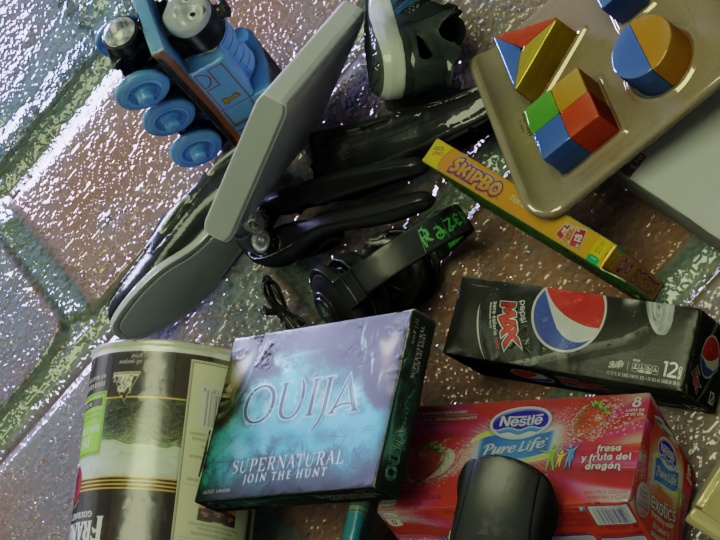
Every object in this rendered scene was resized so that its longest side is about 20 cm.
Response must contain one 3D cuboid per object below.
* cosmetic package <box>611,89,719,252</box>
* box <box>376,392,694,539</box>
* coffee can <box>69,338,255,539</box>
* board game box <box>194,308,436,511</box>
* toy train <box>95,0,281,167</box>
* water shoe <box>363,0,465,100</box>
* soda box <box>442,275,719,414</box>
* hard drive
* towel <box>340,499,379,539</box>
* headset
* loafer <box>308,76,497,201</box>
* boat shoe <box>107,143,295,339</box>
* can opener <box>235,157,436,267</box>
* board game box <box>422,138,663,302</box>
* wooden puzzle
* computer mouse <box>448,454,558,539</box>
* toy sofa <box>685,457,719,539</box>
[{"bbox_3d":[0.262,-0.081,1.525,0.200,0.081,0.113,36,90,36],"label":"cosmetic package"},{"bbox_3d":[0.126,0.157,1.499,0.199,0.100,0.096,-6,48,29],"label":"box"},{"bbox_3d":[-0.151,0.169,1.645,0.146,0.146,0.201,-4,71,29],"label":"coffee can"},{"bbox_3d":[-0.035,0.104,1.526,0.200,0.028,0.136,-11,59,46],"label":"board game box"},{"bbox_3d":[-0.136,-0.163,1.723,0.114,0.200,0.087,-28,60,8],"label":"toy train"},{"bbox_3d":[0.044,-0.191,1.682,0.079,0.072,0.200,1,34,-3],"label":"water shoe"},{"bbox_3d":[0.165,0.053,1.542,0.199,0.071,0.064,8,77,32],"label":"soda box"},{"bbox_3d":[-0.057,-0.120,1.647,0.027,0.200,0.132,28,123,4],"label":"hard drive"},{"bbox_3d":[0.006,0.169,1.551,0.022,0.147,0.201,12,71,4],"label":"towel"},{"bbox_3d":[0.000,0.000,1.629,0.200,0.123,0.094,-40,82,41],"label":"headset"},{"bbox_3d":[0.043,-0.120,1.671,0.200,0.068,0.071,-24,82,26],"label":"loafer"},{"bbox_3d":[-0.140,-0.025,1.753,0.200,0.076,0.060,-41,58,-2],"label":"boat shoe"},{"bbox_3d":[-0.023,-0.051,1.658,0.200,0.079,0.064,-21,88,40],"label":"can opener"},{"bbox_3d":[0.142,-0.032,1.570,0.200,0.095,0.030,37,93,34],"label":"board game box"},{"bbox_3d":[0.174,-0.159,1.530,0.200,0.046,0.186,-36,44,20],"label":"wooden puzzle"},{"bbox_3d":[0.120,0.219,1.444,0.140,0.200,0.046,18,43,13],"label":"computer mouse"},{"bbox_3d":[0.309,0.110,1.443,0.083,0.098,0.200,32,91,10],"label":"toy sofa"}]
